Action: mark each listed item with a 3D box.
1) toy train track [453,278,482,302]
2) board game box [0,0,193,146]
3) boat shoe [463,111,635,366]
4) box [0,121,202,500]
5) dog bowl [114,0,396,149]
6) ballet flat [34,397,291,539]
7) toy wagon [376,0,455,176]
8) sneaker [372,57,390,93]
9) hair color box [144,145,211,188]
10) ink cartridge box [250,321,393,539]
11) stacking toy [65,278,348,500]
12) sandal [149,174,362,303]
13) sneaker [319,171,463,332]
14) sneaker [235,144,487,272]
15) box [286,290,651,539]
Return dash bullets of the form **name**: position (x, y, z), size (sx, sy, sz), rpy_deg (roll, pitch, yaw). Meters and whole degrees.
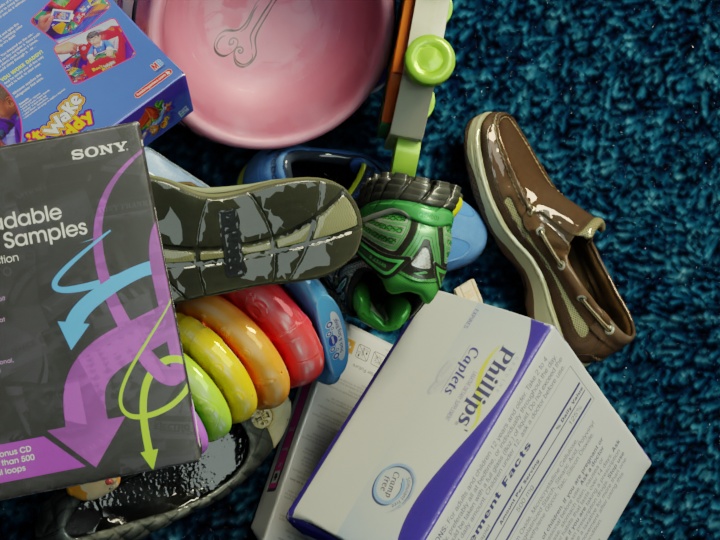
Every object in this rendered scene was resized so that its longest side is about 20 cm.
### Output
- **toy train track**: position (0.069, 0.079, 1.238), size (0.200, 0.032, 0.115), rpy_deg (-29, 114, -45)
- **board game box**: position (-0.223, -0.095, 1.086), size (0.200, 0.045, 0.134), rpy_deg (-38, 69, -14)
- **boat shoe**: position (0.146, -0.029, 1.299), size (0.075, 0.075, 0.203), rpy_deg (-39, 107, -56)
- **box**: position (-0.178, 0.024, 1.013), size (0.142, 0.036, 0.201), rpy_deg (-11, 94, -5)
- **dog bowl**: position (-0.066, -0.169, 1.165), size (0.199, 0.074, 0.201), rpy_deg (-7, 118, -14)
- **ballet flat**: position (-0.121, 0.134, 1.151), size (0.200, 0.057, 0.067), rpy_deg (-32, 97, -28)
- **toy wagon**: position (0.039, -0.137, 1.179), size (0.039, 0.155, 0.201), rpy_deg (11, 85, -1)
- **sneaker**: position (-0.047, -0.201, 1.231), size (0.200, 0.083, 0.081), rpy_deg (43, 65, -16)
- **hair color box**: position (-0.175, 0.026, 1.117), size (0.060, 0.100, 0.200), rpy_deg (33, 68, -20)
- **ink cartridge box**: position (-0.013, 0.143, 1.219), size (0.095, 0.037, 0.201), rpy_deg (27, 68, -22)
- **stacking toy**: position (-0.111, 0.074, 1.117), size (0.200, 0.110, 0.116), rpy_deg (-43, 145, -26)
- **sandal**: position (-0.099, -0.020, 1.074), size (0.200, 0.057, 0.080), rpy_deg (0, 96, -21)
- **sneaker**: position (0.000, 0.000, 1.156), size (0.078, 0.200, 0.085), rpy_deg (14, 73, -15)
- **sneaker**: position (0.013, -0.043, 1.241), size (0.200, 0.078, 0.066), rpy_deg (15, 73, -26)
- **box**: position (0.077, 0.144, 1.165), size (0.184, 0.105, 0.200), rpy_deg (-57, 140, -16)
